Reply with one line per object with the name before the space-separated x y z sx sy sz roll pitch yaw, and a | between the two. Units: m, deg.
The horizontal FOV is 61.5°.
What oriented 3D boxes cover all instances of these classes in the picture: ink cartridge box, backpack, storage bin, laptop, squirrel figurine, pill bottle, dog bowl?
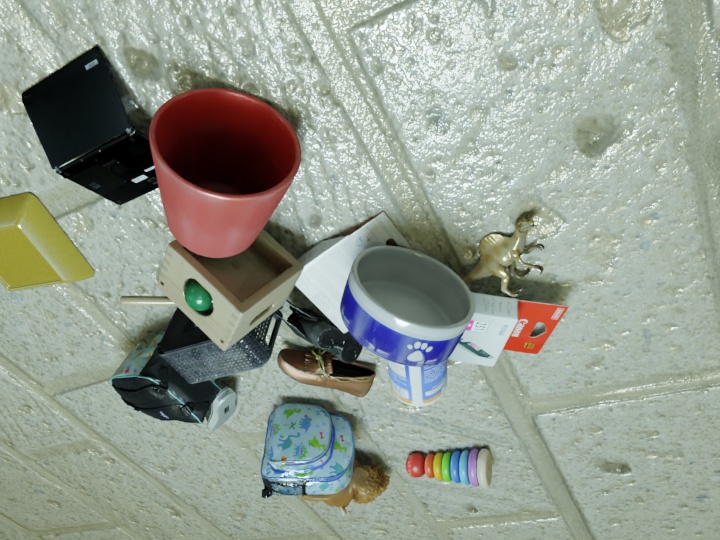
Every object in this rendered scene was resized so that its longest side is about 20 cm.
ink cartridge box | 0.247 0.112 1.052 0.171 0.044 0.201 9 149 4
backpack | -0.111 0.390 1.320 0.197 0.185 0.148 3 135 1
storage bin | -0.258 0.114 1.120 0.198 0.136 0.094 -15 129 24
laptop | -0.385 -0.209 0.932 0.175 0.105 0.200 -17 153 25
backpack | -0.399 0.221 1.233 0.198 0.155 0.176 -18 129 37
squirrel figurine | -0.030 0.527 1.469 0.197 0.143 0.188 4 140 11
pill bottle | 0.101 0.144 1.096 0.110 0.113 0.202 1 133 10
ink cartridge box | 0.000 0.000 1.041 0.199 0.050 0.161 -35 120 14
dog bowl | 0.070 0.051 0.934 0.197 0.201 0.080 18 122 -6

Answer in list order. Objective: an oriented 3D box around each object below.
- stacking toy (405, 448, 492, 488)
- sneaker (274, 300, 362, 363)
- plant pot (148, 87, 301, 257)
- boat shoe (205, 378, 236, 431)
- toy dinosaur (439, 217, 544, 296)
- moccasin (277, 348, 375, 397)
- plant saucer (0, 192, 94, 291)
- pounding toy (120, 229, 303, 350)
stacking toy | 0.199 0.450 1.397 0.197 0.086 0.086 -3 133 24
sneaker | -0.076 0.112 1.134 0.104 0.061 0.200 28 175 33
plant pot | -0.200 -0.125 0.863 0.198 0.202 0.178 20 143 -8
boat shoe | -0.322 0.299 1.364 0.064 0.070 0.201 43 143 14
toy dinosaur | 0.226 -0.011 0.979 0.101 0.058 0.200 40 126 -5
moccasin | -0.067 0.194 1.204 0.199 0.074 0.078 21 124 -4
plant saucer | -0.630 -0.035 1.117 0.197 0.049 0.201 -7 131 18
pounding toy | -0.235 0.022 0.963 0.184 0.200 0.143 41 132 8
